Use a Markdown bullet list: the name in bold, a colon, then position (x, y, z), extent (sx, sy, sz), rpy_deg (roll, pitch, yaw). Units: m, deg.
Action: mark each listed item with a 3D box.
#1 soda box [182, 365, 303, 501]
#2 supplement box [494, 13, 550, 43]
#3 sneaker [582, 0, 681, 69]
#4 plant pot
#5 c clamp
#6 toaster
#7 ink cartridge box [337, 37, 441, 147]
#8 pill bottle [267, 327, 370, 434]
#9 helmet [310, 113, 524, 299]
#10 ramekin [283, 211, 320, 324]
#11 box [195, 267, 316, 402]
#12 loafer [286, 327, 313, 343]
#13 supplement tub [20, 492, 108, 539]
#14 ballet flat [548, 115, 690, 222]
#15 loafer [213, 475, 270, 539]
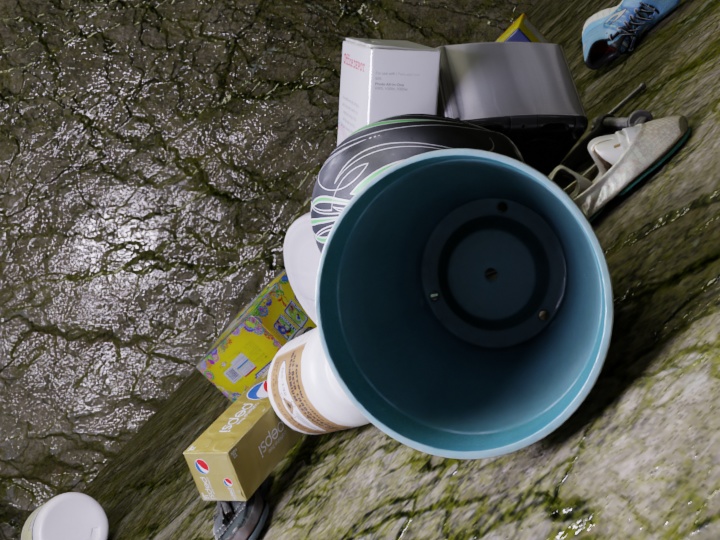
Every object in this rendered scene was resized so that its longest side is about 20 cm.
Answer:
- **soda box**: position (-0.117, 0.183, 1.031), extent (0.067, 0.065, 0.200), rpy_deg (-8, 21, 30)
- **supplement box**: position (0.337, -0.453, 1.868), extent (0.109, 0.109, 0.200), rpy_deg (-41, 9, 27)
- **sneaker**: position (0.402, -0.360, 1.297), extent (0.200, 0.078, 0.091), rpy_deg (-40, 28, 58)
- **plant pot**: position (0.088, 0.014, 0.659), extent (0.200, 0.201, 0.188), rpy_deg (-43, -7, 16)
- **c clamp**: position (0.278, -0.151, 0.999), extent (0.171, 0.027, 0.200), rpy_deg (-45, 8, 12)
- **toaster**: position (0.150, -0.170, 1.028), extent (0.178, 0.121, 0.200), rpy_deg (-6, -22, -14)
- **ink cartridge box**: position (0.027, -0.155, 0.995), extent (0.145, 0.086, 0.204), rpy_deg (-126, 36, -69)
- **pill bottle**: position (-0.018, 0.110, 0.941), extent (0.115, 0.114, 0.200), rpy_deg (-50, 9, -27)
- **helmet**: position (0.049, -0.058, 0.852), extent (0.188, 0.204, 0.200), rpy_deg (-6, -6, -20)
- **ramekin**: position (0.000, 0.000, 1.137), extent (0.094, 0.204, 0.202), rpy_deg (-36, 1, -36)
- **box**: position (-0.179, 0.122, 1.677), extent (0.200, 0.122, 0.193), rpy_deg (-41, 10, 37)
- **loafer**: position (-0.074, 0.146, 1.231), extent (0.062, 0.073, 0.201), rpy_deg (-18, 26, 22)
- **supplement tub**: position (-0.594, 0.528, 1.751), extent (0.145, 0.145, 0.200), rpy_deg (-51, 10, -35)
- **ballet flat**: position (0.225, -0.090, 0.847), extent (0.200, 0.062, 0.068), rpy_deg (-44, 9, 14)
- **loafer**: position (-0.148, 0.267, 1.021), extent (0.072, 0.063, 0.200), rpy_deg (-47, 8, 3)
